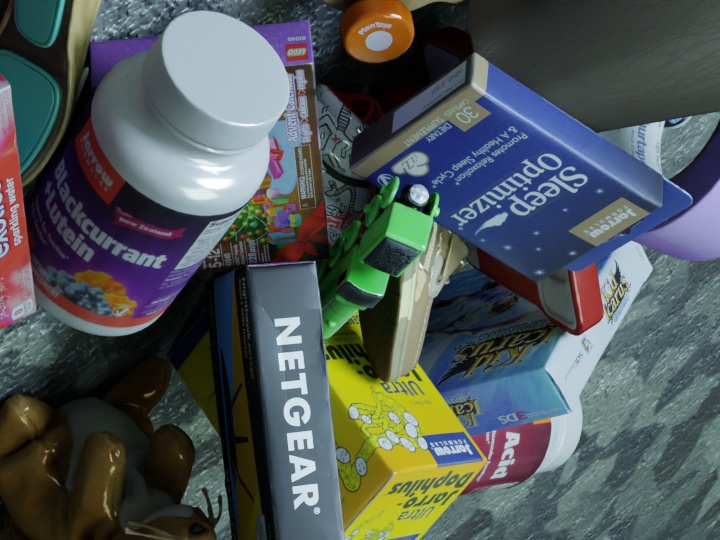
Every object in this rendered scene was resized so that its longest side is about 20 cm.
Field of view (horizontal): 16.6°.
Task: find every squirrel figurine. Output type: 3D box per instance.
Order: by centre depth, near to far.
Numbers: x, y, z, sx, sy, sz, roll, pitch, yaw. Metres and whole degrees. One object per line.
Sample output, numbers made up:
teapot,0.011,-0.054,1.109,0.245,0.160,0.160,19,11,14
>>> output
squirrel figurine,-0.168,0.193,1.721,0.141,0.187,0.201,-9,135,-47

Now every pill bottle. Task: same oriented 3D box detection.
pill bottle,-0.122,-0.059,1.456,0.111,0.112,0.200,-15,155,-41
pill bottle,0.089,0.127,2.036,0.199,0.114,0.115,-3,131,-50

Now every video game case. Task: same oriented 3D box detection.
video game case,0.098,0.054,1.839,0.199,0.046,0.182,-17,-154,37

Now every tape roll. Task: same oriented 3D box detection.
tape roll,0.230,-0.111,1.705,0.065,0.200,0.201,20,114,-34

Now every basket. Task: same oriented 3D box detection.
basket,0.182,-0.161,1.573,0.199,0.136,0.181,-17,129,25

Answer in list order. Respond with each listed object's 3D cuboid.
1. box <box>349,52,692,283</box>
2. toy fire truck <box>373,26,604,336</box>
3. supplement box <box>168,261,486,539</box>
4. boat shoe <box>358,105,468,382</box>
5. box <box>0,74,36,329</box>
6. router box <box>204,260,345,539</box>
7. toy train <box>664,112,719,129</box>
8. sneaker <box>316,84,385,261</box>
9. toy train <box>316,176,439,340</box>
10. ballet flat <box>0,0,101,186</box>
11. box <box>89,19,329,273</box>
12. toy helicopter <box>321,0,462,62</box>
box,0.107,-0.056,1.597,0.199,0.033,0.121,29,138,-28
toy fire truck,0.103,-0.067,1.733,0.112,0.168,0.201,-29,127,-26
supplement box,-0.025,0.098,1.758,0.109,0.200,0.110,-3,140,-50
boat shoe,0.044,-0.015,1.680,0.064,0.071,0.201,-4,119,-24
box,-0.255,-0.044,1.406,0.099,0.096,0.201,-29,147,-24
router box,-0.057,0.099,1.632,0.051,0.201,0.149,-6,176,-14
toy train,0.231,-0.170,1.876,0.114,0.087,0.200,-41,151,9
sneaker,0.003,-0.052,1.725,0.108,0.067,0.201,-48,137,5
toy train,0.000,0.000,1.633,0.200,0.042,0.057,133,-25,-59
ballet flat,-0.176,-0.132,1.431,0.063,0.069,0.201,-32,152,-49
box,-0.092,-0.073,1.569,0.136,0.039,0.200,-6,144,-1
toy helicopter,0.057,-0.219,1.534,0.199,0.079,0.132,-17,141,8
